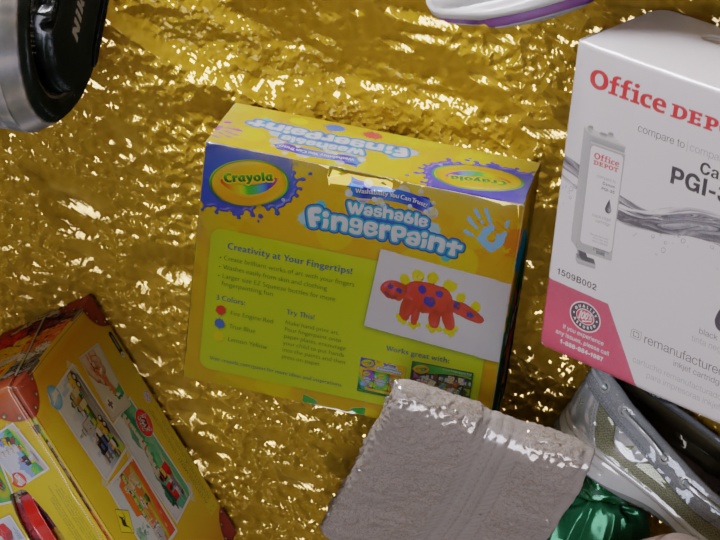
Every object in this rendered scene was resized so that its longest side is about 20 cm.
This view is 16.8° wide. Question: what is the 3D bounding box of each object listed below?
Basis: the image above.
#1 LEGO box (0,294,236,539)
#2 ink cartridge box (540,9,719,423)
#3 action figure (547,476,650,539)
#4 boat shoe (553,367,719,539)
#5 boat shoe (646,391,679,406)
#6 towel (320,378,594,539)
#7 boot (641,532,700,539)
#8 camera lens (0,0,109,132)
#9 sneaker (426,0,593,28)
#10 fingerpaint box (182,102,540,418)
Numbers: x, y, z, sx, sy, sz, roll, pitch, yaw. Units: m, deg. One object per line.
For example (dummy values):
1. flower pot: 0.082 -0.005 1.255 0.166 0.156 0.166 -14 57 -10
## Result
1. LEGO box: -0.178 0.139 1.582 0.077 0.149 0.200 -24 104 23
2. ink cartridge box: 0.192 -0.033 1.416 0.146 0.083 0.200 24 121 36
3. action figure: 0.145 0.212 1.580 0.118 0.055 0.201 13 109 11
4. boat shoe: 0.219 0.128 1.514 0.202 0.074 0.065 32 122 7
5. boat shoe: 0.263 0.090 1.485 0.199 0.075 0.062 12 109 4
6. towel: 0.056 0.141 1.532 0.132 0.035 0.200 19 146 -3
7. boot: 0.229 0.229 1.499 0.146 0.070 0.200 2 147 50
8. camera lens: -0.261 -0.170 1.463 0.199 0.160 0.160 7 115 12
9. sneaker: 0.126 -0.203 1.405 0.200 0.075 0.100 -20 93 18
10. fingerpaint box: 0.000 0.000 1.516 0.199 0.073 0.167 11 116 9
